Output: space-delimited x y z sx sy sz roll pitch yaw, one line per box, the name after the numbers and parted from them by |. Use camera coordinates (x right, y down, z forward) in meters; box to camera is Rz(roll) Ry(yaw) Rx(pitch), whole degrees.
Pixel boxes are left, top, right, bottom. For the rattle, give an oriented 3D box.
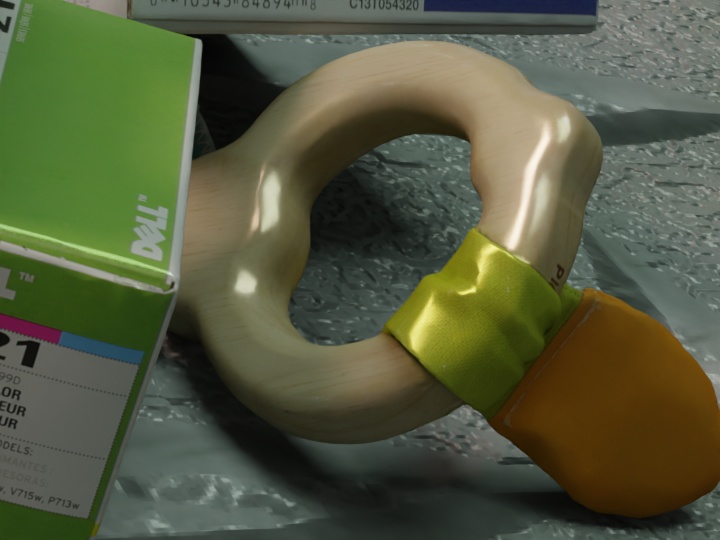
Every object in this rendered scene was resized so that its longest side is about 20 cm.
0.000 0.000 0.865 0.200 0.131 0.143 2 -8 38 | rattle

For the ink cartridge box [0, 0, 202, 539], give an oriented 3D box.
-0.077 -0.040 0.722 0.076 0.200 0.148 16 27 -9 | ink cartridge box

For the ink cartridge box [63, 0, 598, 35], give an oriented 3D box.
-0.058 -0.099 0.925 0.196 0.043 0.200 -5 9 -42 | ink cartridge box
